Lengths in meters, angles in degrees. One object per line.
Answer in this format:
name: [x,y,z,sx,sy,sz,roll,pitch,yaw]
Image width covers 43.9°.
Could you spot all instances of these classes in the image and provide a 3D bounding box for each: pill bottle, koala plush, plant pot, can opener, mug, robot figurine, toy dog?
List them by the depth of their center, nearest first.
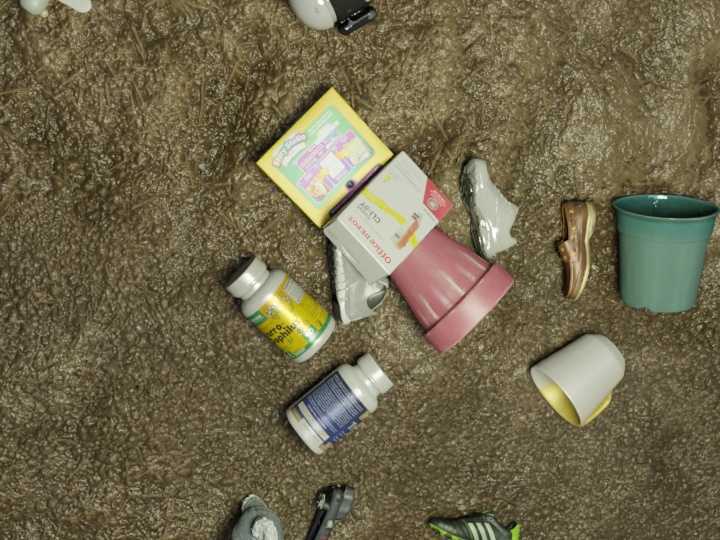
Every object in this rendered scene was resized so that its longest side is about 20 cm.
toy dog: [-0.487,-0.501,1.544,0.199,0.132,0.096,-29,141,1]
robot figurine: [-0.038,-0.519,1.600,0.199,0.125,0.151,-35,80,-2]
pill bottle: [-0.153,0.069,1.682,0.113,0.113,0.200,-45,104,0]
plant pot: [0.161,0.026,1.697,0.179,0.200,0.200,45,90,2]
pill bottle: [-0.037,0.253,1.732,0.200,0.111,0.111,-39,103,-1]
koala plush: [-0.191,0.547,1.732,0.183,0.177,0.201,-8,96,-13]
plant pot: [0.593,-0.033,1.758,0.199,0.200,0.197,-4,108,-9]
can opener: [-0.075,0.521,1.795,0.078,0.063,0.201,23,94,-13]
mug: [0.448,0.214,1.813,0.153,0.187,0.150,-38,71,-10]

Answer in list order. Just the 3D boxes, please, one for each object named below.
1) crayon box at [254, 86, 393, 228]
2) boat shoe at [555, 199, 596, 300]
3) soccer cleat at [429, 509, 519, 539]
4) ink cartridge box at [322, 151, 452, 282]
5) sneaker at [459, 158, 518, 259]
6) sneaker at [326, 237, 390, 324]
crayon box: [-0.069,-0.211,1.678,0.200,0.058,0.173,-44,102,-1]
boat shoe: [0.421,-0.042,1.785,0.067,0.072,0.202,6,92,-5]
soccer cleat: [0.237,0.531,1.855,0.199,0.067,0.082,19,78,-13]
ink cartridge box: [0.051,-0.098,1.659,0.145,0.083,0.200,46,66,-6]
sneaker: [0.257,-0.128,1.745,0.099,0.078,0.201,-18,111,-13]
sneaker: [0.000,0.000,1.724,0.115,0.075,0.201,-9,111,-13]
